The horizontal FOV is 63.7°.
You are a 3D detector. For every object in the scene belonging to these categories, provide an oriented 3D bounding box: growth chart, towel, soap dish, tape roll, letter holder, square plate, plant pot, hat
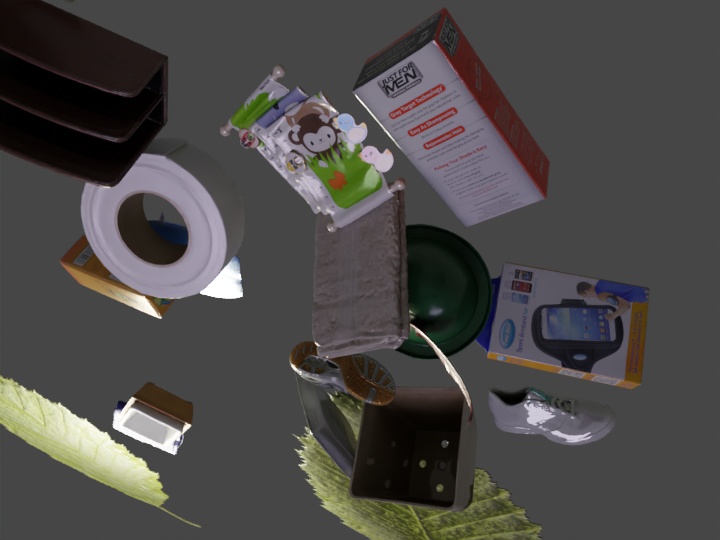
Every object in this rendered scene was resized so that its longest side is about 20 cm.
[{"bbox_3d":[-0.053,-0.135,0.658,0.200,0.018,0.145,43,132,-10],"label":"growth chart"},{"bbox_3d":[-0.587,0.433,1.616,0.199,0.050,0.148,25,136,-6],"label":"towel"},{"bbox_3d":[-0.515,0.365,1.464,0.157,0.082,0.200,31,141,-15],"label":"soap dish"},{"bbox_3d":[-0.256,-0.067,0.760,0.200,0.071,0.204,5,117,10],"label":"tape roll"},{"bbox_3d":[-0.335,-0.198,0.635,0.198,0.143,0.101,23,143,-4],"label":"letter holder"},{"bbox_3d":[-0.051,0.297,1.098,0.028,0.200,0.199,-33,119,2],"label":"square plate"},{"bbox_3d":[0.000,0.000,0.693,0.132,0.202,0.034,-14,155,36],"label":"towel"},{"bbox_3d":[0.119,0.340,1.066,0.198,0.201,0.177,-5,149,29],"label":"plant pot"},{"bbox_3d":[0.073,0.029,0.647,0.199,0.167,0.176,29,-177,11],"label":"hat"}]

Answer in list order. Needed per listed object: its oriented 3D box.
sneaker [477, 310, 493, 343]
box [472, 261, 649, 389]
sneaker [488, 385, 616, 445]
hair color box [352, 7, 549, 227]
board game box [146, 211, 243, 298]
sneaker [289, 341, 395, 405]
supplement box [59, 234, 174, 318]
[{"bbox_3d":[0.095,0.056,0.794,0.198,0.096,0.079,4,143,21],"label":"sneaker"},{"bbox_3d":[0.241,0.063,0.711,0.198,0.120,0.042,11,163,10],"label":"box"},{"bbox_3d":[0.300,0.222,0.931,0.198,0.075,0.089,-6,125,32],"label":"sneaker"},{"bbox_3d":[0.096,-0.141,0.577,0.101,0.062,0.200,-18,130,39],"label":"hair color box"},{"bbox_3d":[-0.251,-0.027,0.897,0.157,0.039,0.201,18,150,2],"label":"board game box"},{"bbox_3d":[-0.032,0.184,1.044,0.198,0.076,0.088,25,158,-1],"label":"sneaker"},{"bbox_3d":[-0.389,0.007,0.943,0.199,0.069,0.067,20,150,25],"label":"supplement box"}]
